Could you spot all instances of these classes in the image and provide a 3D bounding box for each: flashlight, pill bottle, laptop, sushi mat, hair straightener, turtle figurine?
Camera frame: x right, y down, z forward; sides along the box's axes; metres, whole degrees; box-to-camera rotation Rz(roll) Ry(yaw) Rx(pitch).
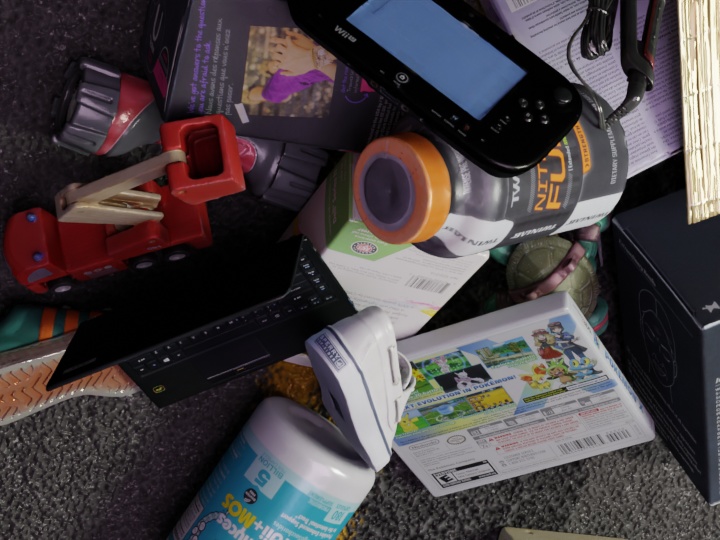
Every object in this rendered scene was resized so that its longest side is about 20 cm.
[{"bbox_3d":[-0.123,-0.093,1.294,0.198,0.068,0.068,19,133,-25],"label":"flashlight"},{"bbox_3d":[0.086,-0.067,1.221,0.199,0.106,0.107,-14,119,-44],"label":"pill bottle"},{"bbox_3d":[-0.099,0.057,1.240,0.176,0.104,0.200,-21,143,10],"label":"laptop"},{"bbox_3d":[-0.084,0.208,1.401,0.110,0.111,0.201,30,100,-26],"label":"pill bottle"},{"bbox_3d":[0.274,-0.138,1.298,0.095,0.012,0.202,-12,112,-14],"label":"sushi mat"},{"bbox_3d":[0.178,-0.191,1.262,0.076,0.041,0.202,15,69,-3],"label":"hair straightener"},{"bbox_3d":[0.143,-0.011,1.398,0.149,0.101,0.200,-39,112,1],"label":"turtle figurine"}]

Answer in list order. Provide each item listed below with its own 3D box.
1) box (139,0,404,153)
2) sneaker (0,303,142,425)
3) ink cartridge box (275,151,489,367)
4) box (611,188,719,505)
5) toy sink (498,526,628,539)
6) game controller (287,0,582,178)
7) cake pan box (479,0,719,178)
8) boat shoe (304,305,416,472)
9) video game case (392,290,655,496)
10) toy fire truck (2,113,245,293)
[{"bbox_3d":[-0.044,-0.158,1.255,0.198,0.123,0.107,8,116,-20],"label":"box"},{"bbox_3d":[-0.220,0.053,1.321,0.199,0.080,0.072,-13,132,-36],"label":"sneaker"},{"bbox_3d":[0.000,0.000,1.338,0.116,0.068,0.200,14,144,-22],"label":"ink cartridge box"},{"bbox_3d":[0.283,0.054,1.411,0.106,0.149,0.201,-21,132,-9],"label":"box"},{"bbox_3d":[0.170,0.336,1.535,0.129,0.112,0.202,8,104,-20],"label":"toy sink"},{"bbox_3d":[0.047,-0.139,1.153,0.199,0.104,0.042,38,132,10],"label":"game controller"},{"bbox_3d":[0.204,-0.174,1.334,0.199,0.052,0.185,-28,89,-6],"label":"cake pan box"},{"bbox_3d":[0.010,0.088,1.314,0.065,0.074,0.200,-35,159,-10],"label":"boat shoe"},{"bbox_3d":[0.106,0.101,1.396,0.198,0.022,0.183,-17,135,23],"label":"video game case"},{"bbox_3d":[-0.167,-0.042,1.237,0.198,0.141,0.049,-15,74,9],"label":"toy fire truck"}]
